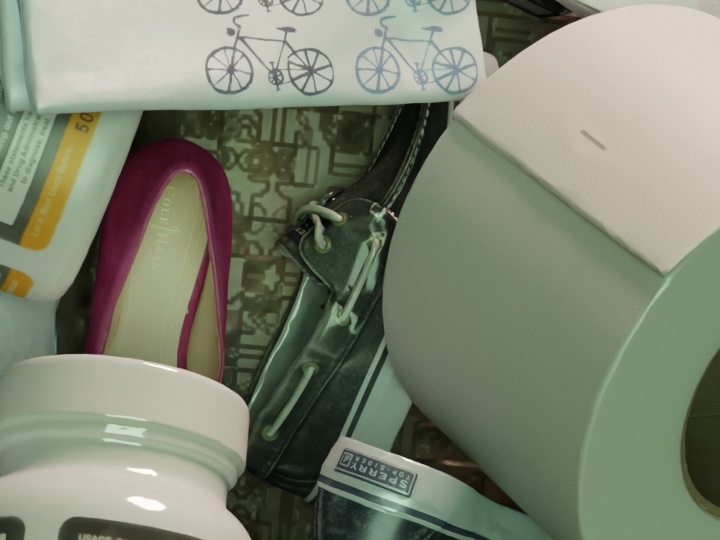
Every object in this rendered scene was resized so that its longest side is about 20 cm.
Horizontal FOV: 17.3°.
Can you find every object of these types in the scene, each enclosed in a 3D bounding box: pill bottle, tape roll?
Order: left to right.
[{"bbox_3d":[-0.187,-0.073,0.906,0.199,0.116,0.117,22,91,-10],"label":"pill bottle"},{"bbox_3d":[-0.098,0.140,0.851,0.116,0.116,0.201,10,69,-10],"label":"pill bottle"},{"bbox_3d":[0.127,0.016,0.910,0.202,0.139,0.204,-17,125,-25],"label":"tape roll"}]

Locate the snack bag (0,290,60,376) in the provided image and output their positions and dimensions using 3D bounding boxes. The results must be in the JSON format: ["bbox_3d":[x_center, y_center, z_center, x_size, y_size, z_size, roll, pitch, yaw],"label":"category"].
[{"bbox_3d":[-0.167,0.100,0.888,0.021,0.200,0.190,-4,88,29],"label":"snack bag"}]

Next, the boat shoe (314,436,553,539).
[{"bbox_3d":[0.019,0.125,0.922,0.071,0.200,0.091,20,84,23],"label":"boat shoe"}]

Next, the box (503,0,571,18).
[{"bbox_3d":[0.027,-0.217,0.965,0.199,0.044,0.161,26,91,-10],"label":"box"}]

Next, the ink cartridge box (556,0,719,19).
[{"bbox_3d":[0.119,-0.174,0.922,0.057,0.200,0.163,23,91,32],"label":"ink cartridge box"}]

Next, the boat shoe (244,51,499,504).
[{"bbox_3d":[0.000,0.000,0.963,0.071,0.072,0.201,18,94,-14],"label":"boat shoe"}]

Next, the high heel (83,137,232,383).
[{"bbox_3d":[-0.079,0.048,0.943,0.067,0.096,0.201,8,93,-10],"label":"high heel"}]

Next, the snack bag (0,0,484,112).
[{"bbox_3d":[-0.047,-0.158,0.883,0.188,0.021,0.201,-3,84,-23],"label":"snack bag"}]
